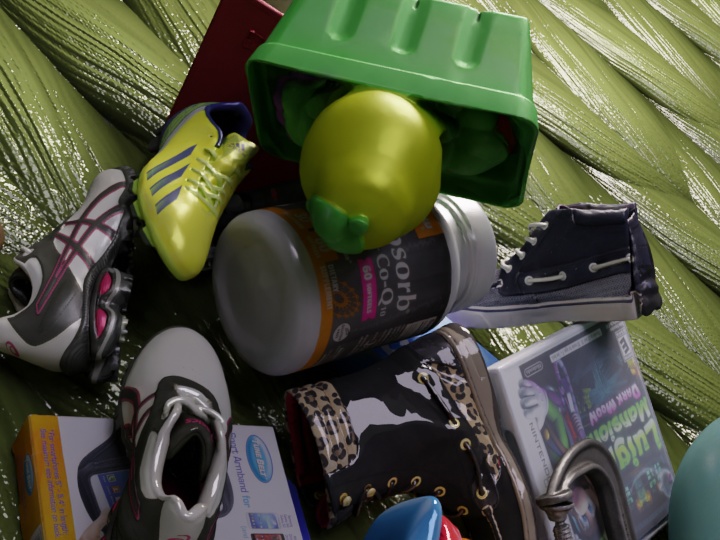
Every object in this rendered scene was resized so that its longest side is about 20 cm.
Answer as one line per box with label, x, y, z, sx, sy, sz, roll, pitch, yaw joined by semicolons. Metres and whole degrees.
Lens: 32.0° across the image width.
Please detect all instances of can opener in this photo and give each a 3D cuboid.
can opener;-0.070;-0.047;0.970;0.197;0.064;0.080;-12;71;-4

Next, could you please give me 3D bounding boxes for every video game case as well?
video game case;0.181;0.138;0.990;0.199;0.023;0.184;-19;91;-50

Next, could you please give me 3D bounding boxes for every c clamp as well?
c clamp;0.168;0.225;0.900;0.170;0.027;0.203;-1;78;-51

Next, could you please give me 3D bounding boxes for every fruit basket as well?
fruit basket;0.017;-0.084;0.848;0.212;0.156;0.219;0;68;1

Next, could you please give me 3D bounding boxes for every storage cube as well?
storage cube;-0.043;-0.161;1.064;0.170;0.180;0.201;32;39;-2

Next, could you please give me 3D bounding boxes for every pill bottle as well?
pill bottle;0.000;0.000;0.918;0.198;0.117;0.117;-14;59;-39

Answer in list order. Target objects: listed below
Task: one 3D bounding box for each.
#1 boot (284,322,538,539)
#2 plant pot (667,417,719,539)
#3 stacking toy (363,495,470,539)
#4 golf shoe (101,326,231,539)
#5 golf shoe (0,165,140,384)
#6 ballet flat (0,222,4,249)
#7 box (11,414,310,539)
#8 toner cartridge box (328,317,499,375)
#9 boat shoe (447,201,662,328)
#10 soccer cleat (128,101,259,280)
boot;0.037;0.151;0.889;0.149;0.073;0.203;-14;88;-25
plant pot;0.330;0.202;0.980;0.199;0.202;0.162;24;30;-15
stacking toy;0.095;0.227;0.808;0.197;0.110;0.118;17;66;-16
golf shoe;-0.103;0.101;0.754;0.076;0.088;0.202;20;39;-19
golf shoe;-0.199;-0.011;0.881;0.087;0.078;0.201;8;38;-10
ballet flat;-0.304;-0.021;0.808;0.199;0.073;0.068;-22;66;-48
box;-0.115;0.155;0.801;0.198;0.042;0.120;5;47;-31
toner cartridge box;0.038;0.069;1.005;0.199;0.043;0.095;39;37;3
boat shoe;0.148;-0.006;1.039;0.074;0.197;0.094;-24;107;-62
soccer cleat;-0.113;-0.067;0.900;0.201;0.083;0.065;-93;159;-57
